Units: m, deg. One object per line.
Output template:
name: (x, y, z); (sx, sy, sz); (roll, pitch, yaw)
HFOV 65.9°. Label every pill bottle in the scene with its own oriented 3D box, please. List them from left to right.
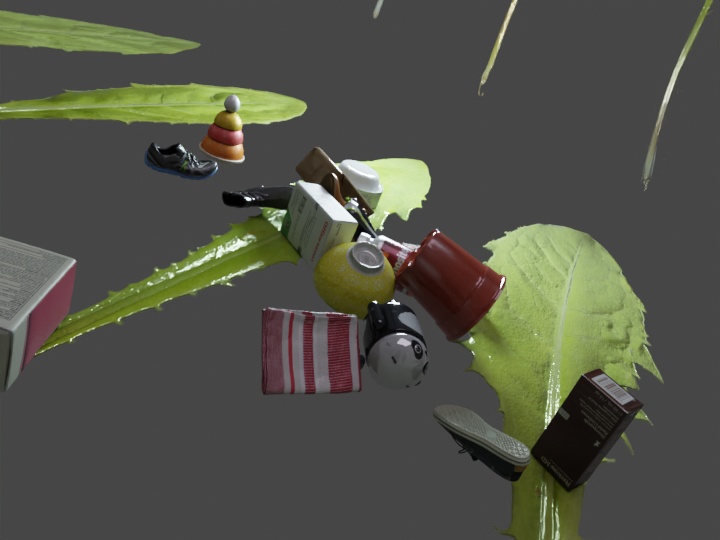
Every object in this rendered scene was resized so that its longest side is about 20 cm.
pill bottle: (0.077, -0.019, 1.424); (0.198, 0.114, 0.113); (24, 25, 4)

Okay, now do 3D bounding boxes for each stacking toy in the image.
stacking toy: (-0.410, -0.444, 1.724); (0.144, 0.202, 0.147); (19, 26, -9)

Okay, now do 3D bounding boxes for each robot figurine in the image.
robot figurine: (0.068, 0.142, 1.094); (0.148, 0.126, 0.201); (17, 26, -14)

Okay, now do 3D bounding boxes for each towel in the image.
towel: (-0.083, 0.144, 0.983); (0.198, 0.023, 0.146); (8, 72, -34)

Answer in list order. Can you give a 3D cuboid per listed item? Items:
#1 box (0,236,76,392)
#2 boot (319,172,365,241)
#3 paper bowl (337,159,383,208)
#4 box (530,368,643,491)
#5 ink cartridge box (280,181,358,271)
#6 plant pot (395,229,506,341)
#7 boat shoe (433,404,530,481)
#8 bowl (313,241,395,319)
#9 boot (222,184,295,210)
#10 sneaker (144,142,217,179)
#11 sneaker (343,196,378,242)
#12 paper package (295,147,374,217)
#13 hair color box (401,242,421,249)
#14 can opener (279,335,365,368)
box: (-0.515, 0.055, 0.793); (0.126, 0.110, 0.201); (18, 26, -11)
boot: (-0.042, -0.167, 1.527); (0.153, 0.203, 0.073); (-10, 18, -42)
paper bowl: (-0.015, -0.304, 1.904); (0.198, 0.105, 0.201); (20, 25, -10)
box: (0.407, 0.289, 1.012); (0.074, 0.202, 0.100); (-5, 36, -40)
ink cartridge box: (-0.109, -0.110, 1.406); (0.083, 0.147, 0.200); (1, 34, -40)
plant pot: (0.198, 0.023, 1.284); (0.195, 0.201, 0.201); (42, 26, -3)
boat shoe: (0.206, 0.302, 0.984); (0.074, 0.063, 0.199); (-12, 27, -43)
bowl: (0.000, 0.000, 1.267); (0.197, 0.108, 0.202); (13, 46, -14)
boot: (-0.263, -0.187, 1.475); (0.198, 0.071, 0.131); (2, 13, 35)
sneaker: (-0.488, -0.304, 1.529); (0.197, 0.084, 0.071); (7, 30, -31)
sneaker: (0.012, -0.118, 1.488); (0.071, 0.201, 0.084); (-8, 50, 24)
paper package: (-0.076, -0.236, 1.637); (0.191, 0.103, 0.200); (45, 5, -42)
hair color box: (0.189, 0.005, 1.533); (0.100, 0.062, 0.200); (5, 32, -35)
can opener: (-0.078, 0.152, 1.021); (0.197, 0.068, 0.053); (2, 33, -31)
